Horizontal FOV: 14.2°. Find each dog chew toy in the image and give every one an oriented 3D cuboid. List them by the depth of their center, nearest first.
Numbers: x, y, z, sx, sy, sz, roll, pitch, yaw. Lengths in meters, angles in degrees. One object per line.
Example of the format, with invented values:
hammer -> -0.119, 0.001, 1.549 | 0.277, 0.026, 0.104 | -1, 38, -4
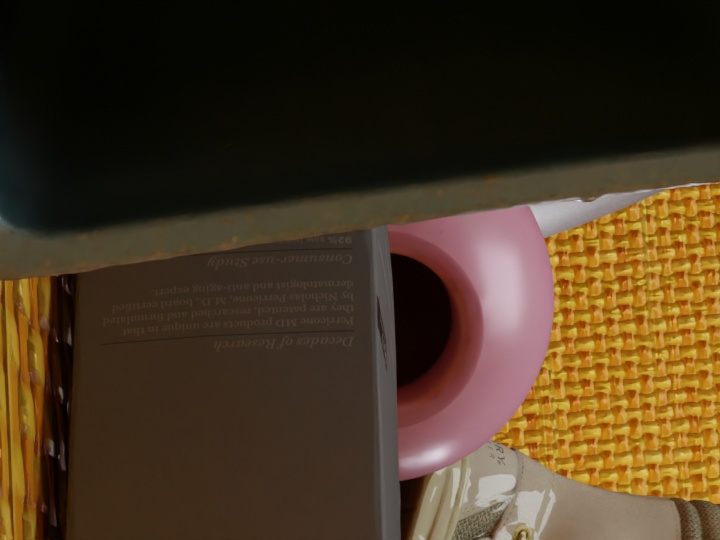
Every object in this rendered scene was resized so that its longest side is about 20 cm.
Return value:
dog chew toy -> 0.000, 0.000, 1.025 | 0.200, 0.124, 0.125 | -109, -167, -78

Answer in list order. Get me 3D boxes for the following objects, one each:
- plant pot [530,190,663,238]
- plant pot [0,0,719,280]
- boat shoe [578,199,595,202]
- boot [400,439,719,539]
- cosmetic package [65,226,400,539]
plant pot -> 0.069, -0.087, 1.433 | 0.187, 0.199, 0.188 | -4, 90, -85
plant pot -> -0.006, -0.133, 0.650 | 0.200, 0.196, 0.196 | -107, -170, -69
boat shoe -> 0.058, -0.106, 1.054 | 0.063, 0.073, 0.200 | -54, -147, 33
boot -> 0.056, 0.165, 1.064 | 0.072, 0.154, 0.201 | 23, -83, 68
cosmetic package -> -0.030, 0.074, 0.744 | 0.107, 0.090, 0.201 | 84, 0, -54
